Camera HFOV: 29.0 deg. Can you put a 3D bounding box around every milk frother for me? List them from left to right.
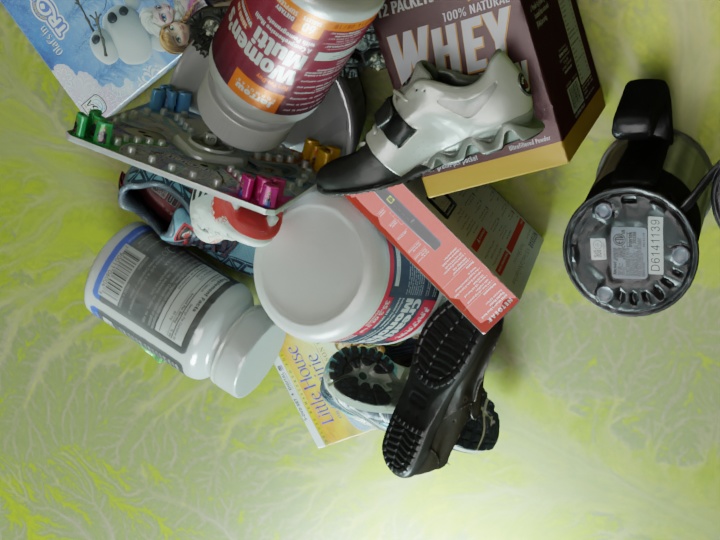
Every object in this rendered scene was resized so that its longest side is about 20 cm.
[{"bbox_3d":[0.299,-0.062,1.239,0.198,0.188,0.182,18,117,11],"label":"milk frother"}]

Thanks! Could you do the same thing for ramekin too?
[{"bbox_3d":[-0.086,-0.158,1.390,0.200,0.094,0.205,7,112,17],"label":"ramekin"}]

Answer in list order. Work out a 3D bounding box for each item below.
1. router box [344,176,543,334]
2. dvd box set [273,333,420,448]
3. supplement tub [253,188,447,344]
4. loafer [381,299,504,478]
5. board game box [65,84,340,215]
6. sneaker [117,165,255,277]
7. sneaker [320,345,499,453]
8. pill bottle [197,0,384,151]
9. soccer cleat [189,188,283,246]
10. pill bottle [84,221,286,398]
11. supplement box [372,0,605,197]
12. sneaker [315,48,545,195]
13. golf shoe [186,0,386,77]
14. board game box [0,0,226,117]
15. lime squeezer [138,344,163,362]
[{"bbox_3d":[0.084,-0.049,1.312,0.179,0.200,0.049,45,112,-2],"label":"router box"},{"bbox_3d":[0.008,0.097,1.495,0.198,0.029,0.148,-21,103,25],"label":"dvd box set"},{"bbox_3d":[0.000,0.000,1.344,0.139,0.199,0.142,-2,86,27],"label":"supplement tub"},{"bbox_3d":[0.087,0.111,1.364,0.073,0.071,0.202,42,112,44],"label":"loafer"},{"bbox_3d":[-0.134,-0.114,1.258,0.198,0.200,0.026,21,109,10],"label":"board game box"},{"bbox_3d":[-0.171,-0.043,1.465,0.199,0.096,0.080,30,118,6],"label":"sneaker"},{"bbox_3d":[0.050,0.137,1.450,0.198,0.078,0.086,24,154,-9],"label":"sneaker"},{"bbox_3d":[-0.063,-0.194,1.167,0.109,0.110,0.200,39,138,1],"label":"pill bottle"},{"bbox_3d":[-0.121,-0.054,1.286,0.068,0.200,0.086,24,107,-24],"label":"soccer cleat"},{"bbox_3d":[-0.184,0.044,1.481,0.199,0.114,0.115,31,118,15],"label":"pill bottle"},{"bbox_3d":[0.115,-0.201,1.242,0.131,0.197,0.202,-13,106,24],"label":"supplement box"},{"bbox_3d":[0.045,-0.124,1.150,0.198,0.074,0.089,-20,104,17],"label":"sneaker"},{"bbox_3d":[-0.057,-0.224,1.279,0.197,0.089,0.078,3,134,6],"label":"golf shoe"},{"bbox_3d":[-0.261,-0.284,1.429,0.198,0.043,0.201,-33,98,29],"label":"board game box"},{"bbox_3d":[-0.221,0.070,1.562,0.198,0.038,0.071,10,114,16],"label":"lime squeezer"}]
